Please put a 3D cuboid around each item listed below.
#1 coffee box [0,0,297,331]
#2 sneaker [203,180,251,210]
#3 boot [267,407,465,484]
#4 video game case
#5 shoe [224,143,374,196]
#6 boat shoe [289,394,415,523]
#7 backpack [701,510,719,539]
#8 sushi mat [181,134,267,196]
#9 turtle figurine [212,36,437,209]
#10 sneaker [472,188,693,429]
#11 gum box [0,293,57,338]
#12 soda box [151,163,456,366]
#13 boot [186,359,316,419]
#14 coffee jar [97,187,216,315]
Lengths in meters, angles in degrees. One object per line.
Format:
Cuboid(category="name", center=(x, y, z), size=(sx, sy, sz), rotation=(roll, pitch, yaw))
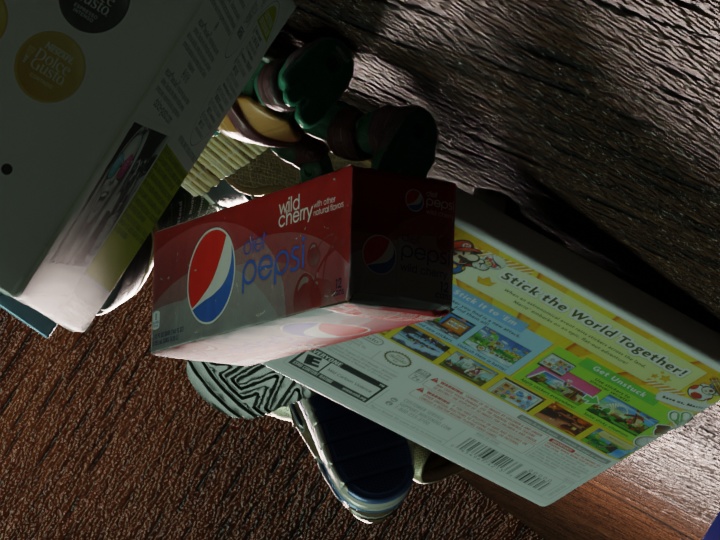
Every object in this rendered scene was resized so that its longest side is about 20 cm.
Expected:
Cuboid(category="coffee box", center=(-0.165, -0.112, 1.272), size=(0.199, 0.198, 0.200), rotation=(32, 177, 6))
Cuboid(category="sneaker", center=(-0.039, -0.034, 1.889), size=(0.200, 0.075, 0.106), rotation=(38, 175, -24))
Cuboid(category="boot", center=(0.036, 0.068, 1.964), size=(0.155, 0.073, 0.200), rotation=(24, -147, 24))
Cuboid(category="video game case", center=(0.074, 0.045, 1.502), size=(0.199, 0.023, 0.182), rotation=(28, 141, -22))
Cuboid(category="shoe", center=(-0.018, -0.065, 1.658), size=(0.200, 0.053, 0.070), rotation=(21, 134, 53))
Cuboid(category="boat shoe", center=(-0.022, 0.070, 1.822), size=(0.072, 0.072, 0.201), rotation=(108, 150, -62))
Cuboid(category="backpack", center=(0.304, 0.239, 1.768), size=(0.200, 0.163, 0.168), rotation=(36, 171, -9))
Cuboid(category="sushi mat", center=(-0.108, -0.111, 1.546), size=(0.200, 0.095, 0.012), rotation=(39, -158, -48))
Cuboid(category="turtle figurine", center=(-0.055, -0.075, 1.479), size=(0.149, 0.101, 0.200), rotation=(16, 168, -34))
Cuboid(category="sneaker", center=(0.127, 0.030, 1.555), size=(0.146, 0.081, 0.200), rotation=(9, 149, 10))
Cuboid(category="gum box", center=(-0.192, -0.092, 1.616), size=(0.170, 0.200, 0.045), rotation=(35, 175, -8))
Cuboid(category="soda box", center=(-0.032, 0.000, 1.435), size=(0.063, 0.070, 0.200), rotation=(9, 167, -32))
Cuboid(category="boot", center=(-0.002, -0.002, 1.702), size=(0.210, 0.158, 0.080), rotation=(-15, 119, 39))
Cuboid(category="coffee jar", center=(-0.162, -0.049, 1.931), size=(0.104, 0.086, 0.200), rotation=(28, -147, 9))
